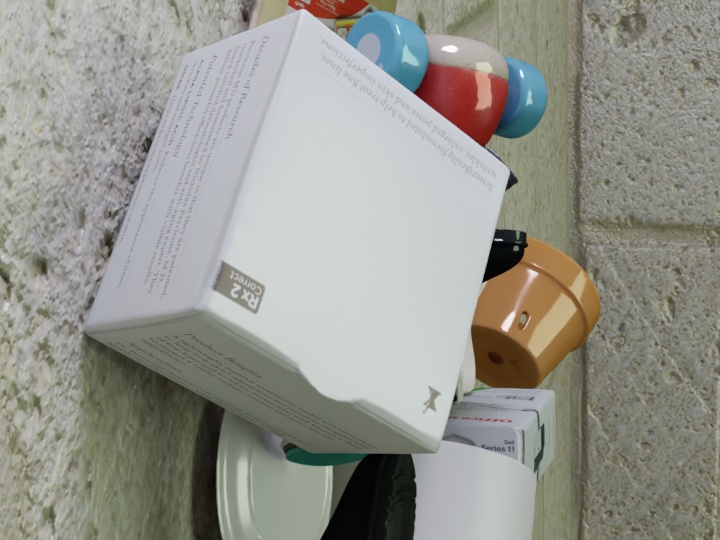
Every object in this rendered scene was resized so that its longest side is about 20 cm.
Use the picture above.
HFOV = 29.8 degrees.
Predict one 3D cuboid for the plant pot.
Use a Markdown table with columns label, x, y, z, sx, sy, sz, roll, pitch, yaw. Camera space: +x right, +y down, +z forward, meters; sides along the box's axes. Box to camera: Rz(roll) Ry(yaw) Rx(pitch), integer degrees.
| label | x | y | z | sx | sy | sz | roll | pitch | yaw |
| --- | --- | --- | --- | --- | --- | --- | --- | --- | --- |
| plant pot | 0.210 | 0.070 | 1.846 | 0.141 | 0.198 | 0.202 | -55 | 148 | -33 |

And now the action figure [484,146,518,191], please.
| label | x | y | z | sx | sy | sz | roll | pitch | yaw |
| --- | --- | --- | --- | --- | --- | --- | --- | --- | --- |
| action figure | 0.053 | -0.018 | 1.186 | 0.201 | 0.069 | 0.130 | -53 | 173 | -8 |

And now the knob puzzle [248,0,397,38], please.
| label | x | y | z | sx | sy | sz | roll | pitch | yaw |
| --- | --- | --- | --- | --- | --- | --- | --- | --- | --- |
| knob puzzle | -0.045 | -0.157 | 1.108 | 0.219 | 0.030 | 0.223 | -26 | 122 | -51 |

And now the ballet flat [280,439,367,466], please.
| label | x | y | z | sx | sy | sz | roll | pitch | yaw |
| --- | --- | --- | --- | --- | --- | --- | --- | --- | --- |
| ballet flat | 0.002 | 0.099 | 0.966 | 0.200 | 0.069 | 0.071 | -27 | -127 | 62 |

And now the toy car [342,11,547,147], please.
| label | x | y | z | sx | sy | sz | roll | pitch | yaw |
| --- | --- | --- | --- | --- | --- | --- | --- | --- | --- |
| toy car | 0.027 | -0.076 | 1.042 | 0.183 | 0.175 | 0.203 | 9 | 86 | -48 |

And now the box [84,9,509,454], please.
| label | x | y | z | sx | sy | sz | roll | pitch | yaw |
| --- | --- | --- | --- | --- | --- | --- | --- | --- | --- |
| box | -0.033 | -0.014 | 0.840 | 0.198 | 0.130 | 0.203 | 33 | 64 | -35 |

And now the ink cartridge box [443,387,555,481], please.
| label | x | y | z | sx | sy | sz | roll | pitch | yaw |
| --- | --- | --- | --- | --- | --- | --- | --- | --- | --- |
| ink cartridge box | 0.124 | 0.184 | 1.455 | 0.200 | 0.144 | 0.085 | -17 | 107 | -71 |

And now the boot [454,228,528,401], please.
| label | x | y | z | sx | sy | sz | roll | pitch | yaw |
| --- | --- | --- | --- | --- | --- | --- | --- | --- | --- |
| boot | 0.069 | 0.047 | 1.300 | 0.073 | 0.195 | 0.165 | 20 | 66 | -70 |

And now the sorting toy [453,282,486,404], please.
| label | x | y | z | sx | sy | sz | roll | pitch | yaw |
| --- | --- | --- | --- | --- | --- | --- | --- | --- | --- |
| sorting toy | 0.092 | 0.047 | 1.441 | 0.200 | 0.105 | 0.183 | -4 | 82 | -79 |

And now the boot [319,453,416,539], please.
| label | x | y | z | sx | sy | sz | roll | pitch | yaw |
| --- | --- | --- | --- | --- | --- | --- | --- | --- | --- |
| boot | -0.054 | 0.207 | 0.899 | 0.076 | 0.166 | 0.203 | 10 | 87 | -74 |

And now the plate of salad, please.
| label | x | y | z | sx | sy | sz | roll | pitch | yaw |
| --- | --- | --- | --- | --- | --- | --- | --- | --- | --- |
| plate of salad | -0.072 | 0.160 | 1.061 | 0.199 | 0.047 | 0.204 | -4 | 90 | -66 |

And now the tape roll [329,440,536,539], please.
| label | x | y | z | sx | sy | sz | roll | pitch | yaw |
| --- | --- | --- | --- | --- | --- | --- | --- | --- | --- |
| tape roll | 0.056 | 0.248 | 1.252 | 0.203 | 0.199 | 0.141 | 58 | 38 | -63 |
